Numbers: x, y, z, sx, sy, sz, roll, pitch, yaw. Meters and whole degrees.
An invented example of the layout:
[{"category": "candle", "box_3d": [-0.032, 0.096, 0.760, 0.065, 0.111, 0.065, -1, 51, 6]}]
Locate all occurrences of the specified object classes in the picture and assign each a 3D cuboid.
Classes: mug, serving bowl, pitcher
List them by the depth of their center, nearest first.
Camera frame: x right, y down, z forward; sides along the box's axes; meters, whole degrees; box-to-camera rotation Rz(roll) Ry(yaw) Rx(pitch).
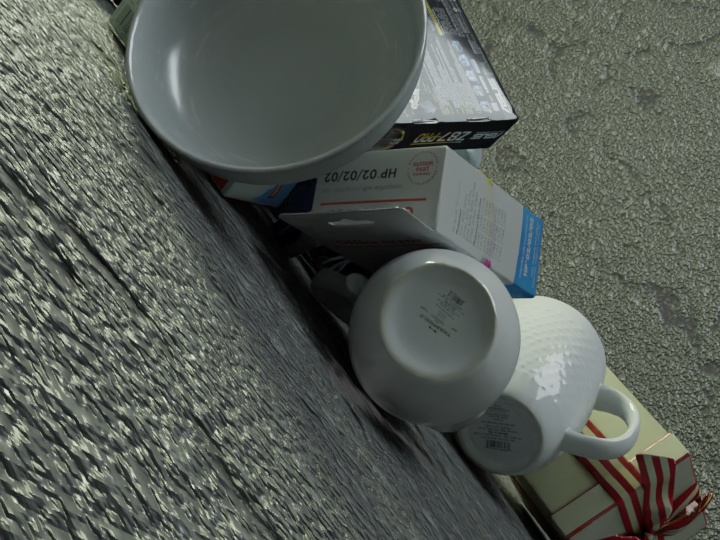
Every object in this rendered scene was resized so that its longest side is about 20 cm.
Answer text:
[{"category": "serving bowl", "box_3d": [-0.050, -0.140, 0.847, 0.201, 0.199, 0.066, 54, -4, 25]}, {"category": "pitcher", "box_3d": [0.031, 0.041, 0.934, 0.171, 0.122, 0.200, 33, -10, 7]}, {"category": "mug", "box_3d": [0.188, 0.135, 1.306, 0.198, 0.149, 0.175, 18, 27, 14]}]

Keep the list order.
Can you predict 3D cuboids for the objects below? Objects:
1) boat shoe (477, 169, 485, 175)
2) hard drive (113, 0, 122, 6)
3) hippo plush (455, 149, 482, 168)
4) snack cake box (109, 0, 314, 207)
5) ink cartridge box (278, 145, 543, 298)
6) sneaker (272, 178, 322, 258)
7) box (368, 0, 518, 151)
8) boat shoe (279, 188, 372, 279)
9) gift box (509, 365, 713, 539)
[{"category": "boat shoe", "box_3d": [0.030, -0.111, 1.247, 0.199, 0.070, 0.074, 28, -14, -2]}, {"category": "hard drive", "box_3d": [-0.258, -0.309, 1.070, 0.140, 0.033, 0.200, 54, 4, 12]}, {"category": "hippo plush", "box_3d": [0.085, -0.085, 1.476, 0.159, 0.161, 0.201, 41, -35, 13]}, {"category": "snack cake box", "box_3d": [-0.097, -0.161, 0.967, 0.067, 0.115, 0.201, 9, 41, -54]}, {"category": "ink cartridge box", "box_3d": [0.042, -0.039, 0.959, 0.200, 0.114, 0.068, 29, 65, -52]}, {"category": "sneaker", "box_3d": [-0.018, -0.108, 1.060, 0.115, 0.199, 0.080, 51, -30, -11]}, {"category": "box", "box_3d": [0.023, -0.189, 1.018, 0.160, 0.049, 0.201, -7, 66, -44]}, {"category": "boat shoe", "box_3d": [0.000, 0.000, 1.119, 0.201, 0.072, 0.072, 53, 5, -10]}, {"category": "gift box", "box_3d": [0.265, 0.240, 1.423, 0.187, 0.184, 0.200, 52, -2, 42]}]
